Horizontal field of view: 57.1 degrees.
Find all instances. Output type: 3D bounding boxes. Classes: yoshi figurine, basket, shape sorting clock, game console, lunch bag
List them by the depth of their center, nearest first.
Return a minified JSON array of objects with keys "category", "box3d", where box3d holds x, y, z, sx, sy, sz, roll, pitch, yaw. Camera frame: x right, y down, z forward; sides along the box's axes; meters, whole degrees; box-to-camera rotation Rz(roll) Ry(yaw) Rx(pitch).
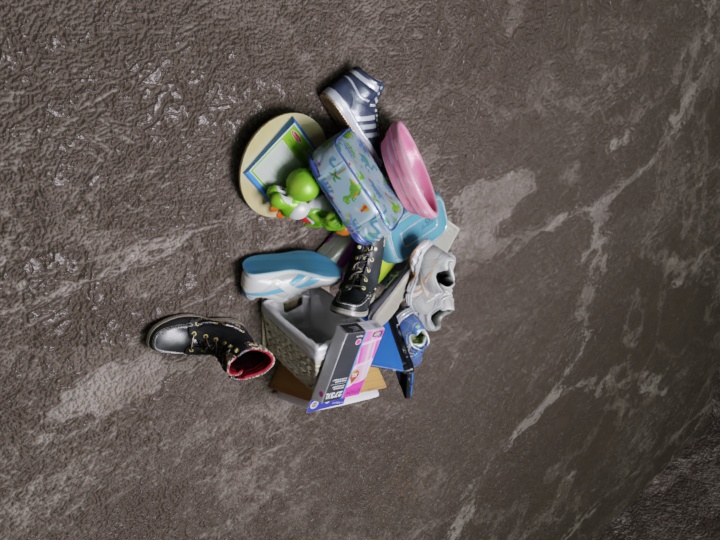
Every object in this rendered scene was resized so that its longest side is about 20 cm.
[{"category":"lunch bag","box3d":[-0.004,-0.154,1.210,0.200,0.082,0.161,55,25,-13]},{"category":"shape sorting clock","box3d":[-0.140,-0.193,1.218,0.200,0.039,0.200,-26,135,-29]},{"category":"yoshi figurine","box3d":[-0.076,-0.132,1.224,0.200,0.112,0.112,11,95,-47]},{"category":"basket","box3d":[-0.089,0.134,1.301,0.135,0.200,0.124,-19,126,-34]},{"category":"game console","box3d":[0.036,0.166,1.451,0.118,0.200,0.171,-9,136,-8]}]

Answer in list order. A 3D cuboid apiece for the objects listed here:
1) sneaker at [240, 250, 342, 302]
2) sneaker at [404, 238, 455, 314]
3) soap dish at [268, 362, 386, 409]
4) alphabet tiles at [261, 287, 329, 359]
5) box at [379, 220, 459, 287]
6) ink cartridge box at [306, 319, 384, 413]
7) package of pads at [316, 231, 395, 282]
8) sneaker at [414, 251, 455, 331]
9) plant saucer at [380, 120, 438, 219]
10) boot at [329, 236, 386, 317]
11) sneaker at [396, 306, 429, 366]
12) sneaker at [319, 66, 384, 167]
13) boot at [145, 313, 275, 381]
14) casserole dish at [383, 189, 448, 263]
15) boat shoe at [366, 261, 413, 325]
[{"category":"sneaker","box3d":[-0.134,0.014,1.286,0.200,0.077,0.081,-1,130,-20]},{"category":"sneaker","box3d":[0.149,0.032,1.367,0.076,0.092,0.200,-40,147,-29]},{"category":"soap dish","box3d":[-0.069,0.232,1.410,0.200,0.157,0.081,-2,94,-40]},{"category":"alphabet tiles","box3d":[-0.133,0.084,1.379,0.166,0.006,0.200,-14,118,-35]},{"category":"box","box3d":[0.131,-0.034,1.502,0.095,0.078,0.200,30,89,-44]},{"category":"ink cartridge box","box3d":[-0.029,0.185,1.223,0.095,0.037,0.200,-4,125,-43]},{"category":"package of pads","box3d":[0.023,-0.059,1.403,0.200,0.068,0.155,-50,132,-10]},{"category":"sneaker","box3d":[0.196,0.056,1.587,0.078,0.099,0.200,10,103,-43]},{"category":"plant saucer","box3d":[0.093,-0.190,1.291,0.051,0.201,0.201,-21,134,16]},{"category":"boot","box3d":[-0.001,-0.001,1.269,0.204,0.073,0.154,-43,146,-74]},{"category":"sneaker","box3d":[0.123,0.176,1.582,0.076,0.077,0.200,-34,140,-16]},{"category":"sneaker","box3d":[0.014,-0.298,1.282,0.109,0.070,0.200,-48,130,-11]},{"category":"boot","box3d":[-0.265,0.139,1.189,0.200,0.150,0.073,6,106,-43]},{"category":"casserole dish","box3d":[0.113,-0.091,1.389,0.200,0.039,0.121,-34,126,-23]},{"category":"boat shoe","box3d":[0.075,0.026,1.412,0.200,0.063,0.073,-51,149,-7]}]
